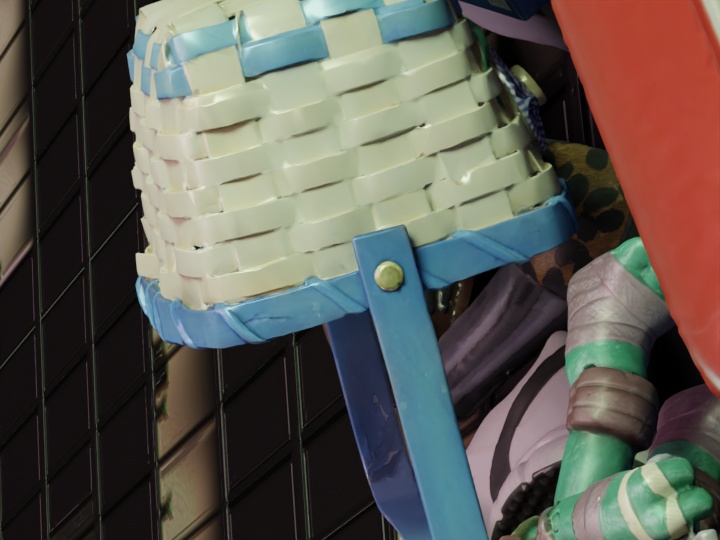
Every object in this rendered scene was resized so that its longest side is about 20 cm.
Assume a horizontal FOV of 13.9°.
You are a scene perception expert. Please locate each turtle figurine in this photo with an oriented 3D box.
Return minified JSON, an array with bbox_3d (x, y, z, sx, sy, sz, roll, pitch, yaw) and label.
[{"bbox_3d":[0.079,0.097,0.844,0.150,0.101,0.200,70,-154,-46],"label":"turtle figurine"}]

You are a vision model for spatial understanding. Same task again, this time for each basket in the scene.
[{"bbox_3d":[0.000,0.000,0.946,0.176,0.139,0.200,-136,34,-75],"label":"basket"}]

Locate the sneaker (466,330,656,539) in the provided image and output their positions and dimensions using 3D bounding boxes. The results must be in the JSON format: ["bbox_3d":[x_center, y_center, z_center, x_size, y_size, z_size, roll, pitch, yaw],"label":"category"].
[{"bbox_3d":[0.057,0.103,1.045,0.080,0.074,0.200,-87,21,-45],"label":"sneaker"}]

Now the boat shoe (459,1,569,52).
[{"bbox_3d":[0.082,-0.108,1.008,0.057,0.069,0.200,-45,30,-10],"label":"boat shoe"}]

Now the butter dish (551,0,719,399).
[{"bbox_3d":[0.164,-0.059,0.702,0.199,0.148,0.200,-29,51,15],"label":"butter dish"}]

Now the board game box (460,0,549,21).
[{"bbox_3d":[0.057,-0.152,1.007,0.135,0.034,0.200,-41,23,-9],"label":"board game box"}]

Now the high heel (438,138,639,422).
[{"bbox_3d":[0.058,-0.061,1.071,0.143,0.071,0.200,-45,44,45],"label":"high heel"}]

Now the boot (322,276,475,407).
[{"bbox_3d":[0.008,-0.029,1.198,0.097,0.075,0.200,102,166,-69],"label":"boot"}]
